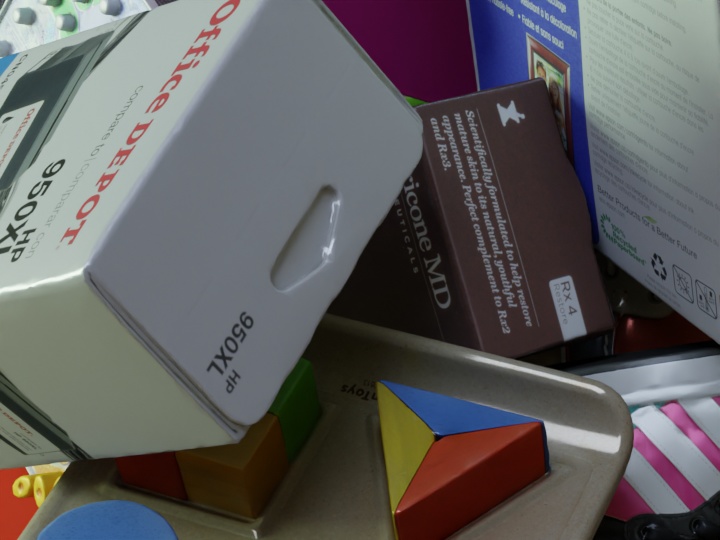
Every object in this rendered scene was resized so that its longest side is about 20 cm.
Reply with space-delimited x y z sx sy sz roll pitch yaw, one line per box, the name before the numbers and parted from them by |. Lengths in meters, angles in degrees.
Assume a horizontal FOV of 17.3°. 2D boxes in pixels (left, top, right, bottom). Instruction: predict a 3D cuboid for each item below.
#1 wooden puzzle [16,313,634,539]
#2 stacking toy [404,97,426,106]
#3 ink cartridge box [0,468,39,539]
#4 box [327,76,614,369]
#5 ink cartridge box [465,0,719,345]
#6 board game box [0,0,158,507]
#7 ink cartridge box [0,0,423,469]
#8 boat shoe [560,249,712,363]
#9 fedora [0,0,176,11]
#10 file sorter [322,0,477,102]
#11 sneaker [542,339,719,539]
wooden puzzle | -0.027 0.091 0.781 0.185 0.046 0.200 14 53 22
stacking toy | 0.010 -0.049 1.039 0.200 0.085 0.085 33 64 31
ink cartridge box | -0.217 0.055 1.069 0.162 0.057 0.200 -17 39 3
box | 0.000 0.000 0.931 0.075 0.100 0.200 -15 -3 -39
ink cartridge box | 0.094 -0.094 0.846 0.047 0.200 0.198 -18 30 -18
board game box | -0.126 -0.019 0.983 0.026 0.200 0.200 -3 48 -43
ink cartridge box | -0.095 -0.012 0.821 0.200 0.084 0.145 -10 41 46
boat shoe | 0.128 -0.007 0.948 0.071 0.063 0.200 18 62 -17
fedora | -0.125 -0.096 1.110 0.177 0.200 0.090 -42 73 25
file sorter | 0.012 -0.157 1.002 0.125 0.200 0.139 34 105 48
sneaker | 0.122 0.089 0.860 0.200 0.121 0.084 -10 1 6
